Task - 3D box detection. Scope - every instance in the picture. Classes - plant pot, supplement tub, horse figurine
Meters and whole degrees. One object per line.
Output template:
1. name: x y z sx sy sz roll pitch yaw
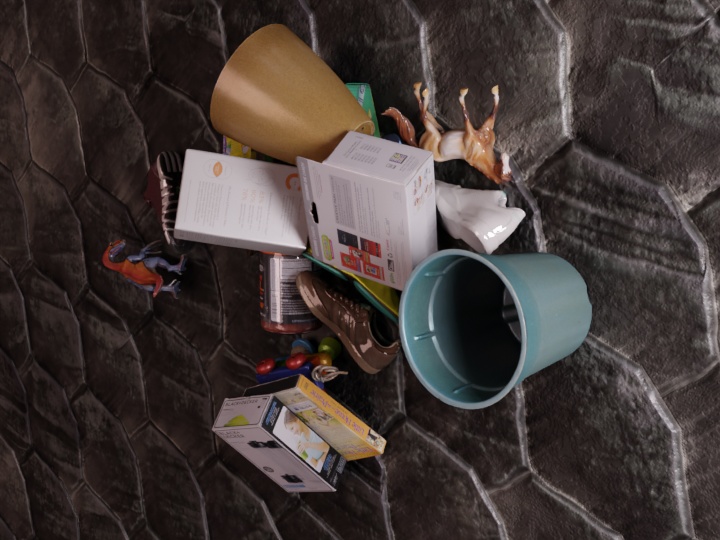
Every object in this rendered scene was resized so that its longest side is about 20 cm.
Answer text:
1. plant pot: 0.188 0.060 1.325 0.200 0.196 0.201 10 105 43
2. supplement tub: -0.114 -0.002 1.673 0.107 0.107 0.201 9 103 43
3. horse figurine: 0.128 -0.195 1.434 0.200 0.050 0.133 9 121 35
4. plant pot: -0.085 -0.230 1.490 0.200 0.186 0.187 36 121 19

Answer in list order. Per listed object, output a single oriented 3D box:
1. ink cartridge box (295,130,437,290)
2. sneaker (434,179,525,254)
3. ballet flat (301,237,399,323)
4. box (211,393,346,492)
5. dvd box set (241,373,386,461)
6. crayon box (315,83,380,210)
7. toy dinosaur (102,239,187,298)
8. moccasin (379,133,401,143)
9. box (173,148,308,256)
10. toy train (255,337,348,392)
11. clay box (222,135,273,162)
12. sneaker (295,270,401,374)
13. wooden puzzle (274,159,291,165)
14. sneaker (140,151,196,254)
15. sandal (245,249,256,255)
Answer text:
1. ink cartridge box: 0.012 -0.087 1.434 0.175 0.084 0.200 19 138 24
2. sneaker: 0.159 -0.089 1.424 0.075 0.088 0.200 58 172 -35
3. ballet flat: 0.000 0.000 1.581 0.200 0.067 0.067 36 84 13
4. box: -0.129 0.280 1.636 0.116 0.060 0.200 -10 135 39
5. dvd box set: -0.075 0.242 1.636 0.146 0.200 0.029 -21 38 45
6. crayon box: -0.025 -0.179 1.588 0.119 0.058 0.201 -13 88 44
7. toy dinosaur: -0.426 -0.013 1.954 0.181 0.200 0.105 11 90 11
8. moccasin: 0.061 -0.107 1.505 0.080 0.068 0.200 14 131 28
9. box: -0.177 -0.101 1.555 0.097 0.199 0.125 151 127 -77
10. toy train: -0.066 0.151 1.653 0.200 0.116 0.085 -14 112 39
11. clay box: -0.185 -0.183 1.672 0.115 0.047 0.201 -3 83 59
12. sneaker: -0.015 0.066 1.601 0.075 0.070 0.200 -40 92 20
13. wooden puzzle: -0.163 -0.259 1.729 0.185 0.037 0.201 -17 80 45
14. sneaker: -0.366 -0.116 1.932 0.115 0.075 0.201 -23 70 49
15. sandal: -0.160 -0.097 1.733 0.200 0.054 0.082 117 147 -42
